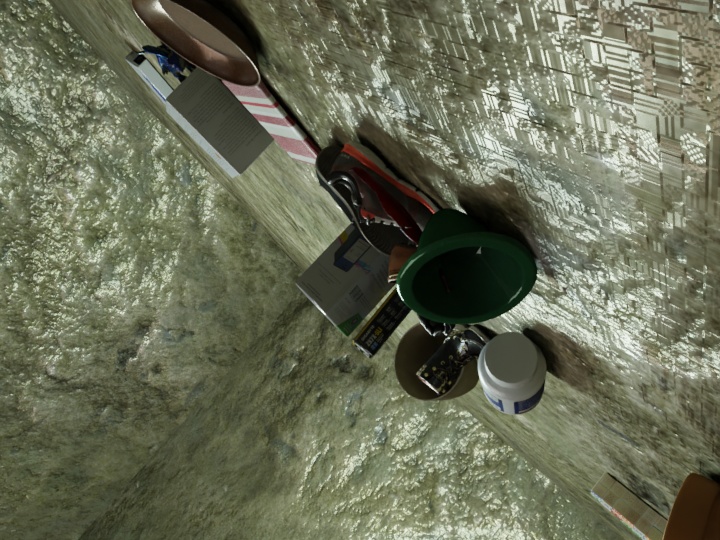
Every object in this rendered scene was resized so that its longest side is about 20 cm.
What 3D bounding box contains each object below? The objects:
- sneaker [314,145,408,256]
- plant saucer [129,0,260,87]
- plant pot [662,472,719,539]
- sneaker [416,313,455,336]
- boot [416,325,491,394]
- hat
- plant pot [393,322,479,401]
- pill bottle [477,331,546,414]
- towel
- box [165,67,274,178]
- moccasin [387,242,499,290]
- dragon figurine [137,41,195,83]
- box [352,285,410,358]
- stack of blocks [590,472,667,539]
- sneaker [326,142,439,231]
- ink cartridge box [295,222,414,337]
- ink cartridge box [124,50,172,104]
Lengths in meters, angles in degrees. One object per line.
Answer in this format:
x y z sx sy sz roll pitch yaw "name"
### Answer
0.003 -0.110 0.950 0.201 0.075 0.106 53 176 -7 "sneaker"
-0.223 -0.333 0.834 0.199 0.037 0.200 26 174 3 "plant saucer"
0.491 0.394 0.789 0.139 0.201 0.200 13 154 41 "plant pot"
0.141 0.059 0.967 0.077 0.111 0.200 39 172 21 "sneaker"
0.198 0.186 1.226 0.073 0.151 0.200 43 173 -13 "boot"
0.114 -0.056 0.752 0.199 0.165 0.178 36 -144 -38 "hat"
0.209 0.235 1.445 0.187 0.188 0.199 36 -176 38 "plant pot"
0.256 0.172 1.002 0.111 0.111 0.200 38 171 26 "pill bottle"
-0.143 -0.260 1.027 0.200 0.023 0.144 46 170 -35 "towel"
-0.293 -0.302 1.228 0.200 0.106 0.152 45 172 -17 "box"
0.117 0.010 0.835 0.200 0.079 0.073 12 172 39 "moccasin"
-0.389 -0.434 1.175 0.199 0.059 0.100 38 171 27 "dragon figurine"
0.066 0.067 1.064 0.049 0.200 0.160 39 173 8 "box"
0.651 0.579 1.409 0.199 0.059 0.115 38 171 32 "stack of blocks"
0.036 -0.085 0.819 0.199 0.082 0.077 40 172 1 "sneaker"
0.000 0.000 1.044 0.087 0.200 0.145 42 174 26 "ink cartridge box"
-0.583 -0.533 1.710 0.099 0.039 0.200 37 169 38 "ink cartridge box"
